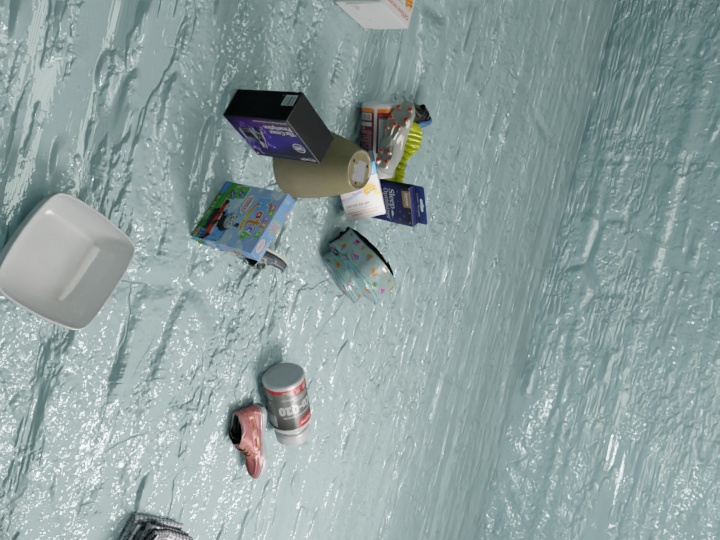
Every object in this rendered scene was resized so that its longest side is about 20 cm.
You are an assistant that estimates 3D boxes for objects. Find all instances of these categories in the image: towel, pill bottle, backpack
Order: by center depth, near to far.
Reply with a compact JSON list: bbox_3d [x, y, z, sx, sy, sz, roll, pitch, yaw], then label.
[{"bbox_3d":[-0.478,0.663,1.334,0.202,0.085,0.166,-62,144,-17],"label":"towel"},{"bbox_3d":[-0.192,0.358,1.590,0.114,0.113,0.202,-34,128,-43],"label":"pill bottle"},{"bbox_3d":[0.000,0.000,1.650,0.153,0.199,0.177,-43,138,-14],"label":"backpack"},{"bbox_3d":[0.054,-0.366,1.667,0.109,0.109,0.203,-21,119,-48],"label":"pill bottle"}]

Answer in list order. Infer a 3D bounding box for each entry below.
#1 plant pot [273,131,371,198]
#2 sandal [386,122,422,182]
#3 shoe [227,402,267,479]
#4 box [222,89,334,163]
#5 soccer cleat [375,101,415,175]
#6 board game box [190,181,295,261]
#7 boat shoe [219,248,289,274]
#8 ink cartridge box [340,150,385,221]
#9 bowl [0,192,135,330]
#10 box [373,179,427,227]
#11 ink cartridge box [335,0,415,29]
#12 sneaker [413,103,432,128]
[{"bbox_3d":[-0.077,-0.256,1.450,0.187,0.198,0.190,-25,122,-48],"label":"plant pot"},{"bbox_3d":[0.116,-0.344,1.762,0.079,0.087,0.202,23,108,-14],"label":"sandal"},{"bbox_3d":[-0.292,0.446,1.528,0.090,0.071,0.203,-7,103,-51],"label":"shoe"},{"bbox_3d":[-0.176,-0.312,1.290,0.141,0.198,0.080,44,67,-50],"label":"box"},{"bbox_3d":[0.095,-0.353,1.597,0.202,0.069,0.077,-68,156,-4],"label":"soccer cleat"},{"bbox_3d":[-0.250,-0.109,1.264,0.152,0.198,0.037,-61,142,-18],"label":"board game box"},{"bbox_3d":[-0.248,-0.035,1.403,0.200,0.074,0.063,34,74,-52],"label":"boat shoe"},{"bbox_3d":[0.002,-0.213,1.637,0.068,0.114,0.202,-98,173,-54],"label":"ink cartridge box"},{"bbox_3d":[-0.520,-0.018,1.036,0.201,0.074,0.200,-63,144,-17],"label":"bowl"},{"bbox_3d":[0.099,-0.196,1.713,0.032,0.198,0.122,-38,130,-39],"label":"box"},{"bbox_3d":[0.054,-0.735,1.500,0.147,0.143,0.203,12,93,-55],"label":"ink cartridge box"},{"bbox_3d":[0.140,-0.460,1.800,0.199,0.070,0.084,-27,101,-44],"label":"sneaker"}]
